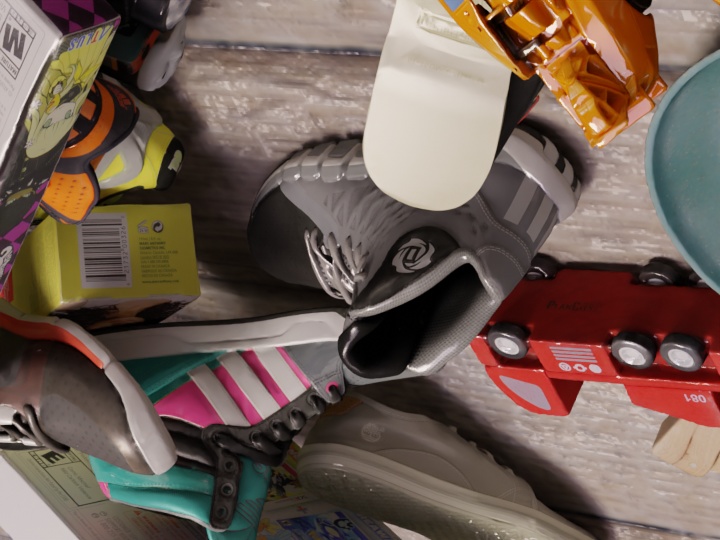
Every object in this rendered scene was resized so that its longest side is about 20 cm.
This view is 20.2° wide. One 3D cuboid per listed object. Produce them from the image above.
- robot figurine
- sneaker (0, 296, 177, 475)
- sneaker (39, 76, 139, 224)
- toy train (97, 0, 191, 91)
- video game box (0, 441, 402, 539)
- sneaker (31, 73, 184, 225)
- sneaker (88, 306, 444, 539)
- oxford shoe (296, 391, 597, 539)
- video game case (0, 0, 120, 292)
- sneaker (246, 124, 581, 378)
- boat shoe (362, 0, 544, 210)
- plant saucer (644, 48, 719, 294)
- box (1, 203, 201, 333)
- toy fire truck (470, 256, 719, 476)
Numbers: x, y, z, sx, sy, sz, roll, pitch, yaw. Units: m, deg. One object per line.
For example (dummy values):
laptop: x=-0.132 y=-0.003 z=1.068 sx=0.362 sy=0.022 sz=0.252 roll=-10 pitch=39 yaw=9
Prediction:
robot figurine: x=0.058 y=-0.148 z=0.672 sx=0.145 sy=0.058 sz=0.200 roll=-37 pitch=96 yaw=29
sneaker: x=-0.171 y=0.065 z=0.970 sx=0.199 sy=0.082 sz=0.077 roll=23 pitch=148 yaw=39
sneaker: x=-0.173 y=-0.062 z=0.889 sx=0.112 sy=0.078 sz=0.199 roll=33 pitch=165 yaw=-37
toy train: x=-0.164 y=-0.143 z=0.890 sx=0.199 sy=0.086 sz=0.114 roll=22 pitch=159 yaw=6
video game box: x=-0.071 y=0.152 z=1.075 sx=0.200 sy=0.181 sz=0.047 roll=39 pitch=124 yaw=39
sneaker: x=-0.166 y=-0.046 z=1.026 sx=0.076 sy=0.076 sz=0.199 roll=34 pitch=155 yaw=-28
sneaker: x=-0.048 y=0.085 z=1.018 sx=0.198 sy=0.122 sz=0.084 roll=-6 pitch=170 yaw=7
oxford shoe: x=0.056 y=0.119 z=1.106 sx=0.199 sy=0.058 sz=0.075 roll=26 pitch=147 yaw=-24
video game case: x=-0.190 y=-0.093 z=0.777 sx=0.200 sy=0.036 sz=0.182 roll=47 pitch=132 yaw=18
sneaker: x=0.000 y=0.000 z=0.922 sx=0.199 sy=0.116 sz=0.075 roll=-14 pitch=129 yaw=46
boat shoe: x=0.053 y=-0.115 z=0.772 sx=0.073 sy=0.063 sz=0.202 roll=24 pitch=132 yaw=3
plant saucer: x=0.211 y=-0.032 z=0.793 sx=0.199 sy=0.036 sz=0.201 roll=20 pitch=147 yaw=14
box: x=-0.148 y=0.012 z=1.053 sx=0.075 sy=0.051 sz=0.200 roll=-3 pitch=170 yaw=-22
toy fire truck: x=0.159 y=0.060 z=0.947 sx=0.199 sy=0.049 sz=0.141 roll=2 pitch=139 yaw=35
